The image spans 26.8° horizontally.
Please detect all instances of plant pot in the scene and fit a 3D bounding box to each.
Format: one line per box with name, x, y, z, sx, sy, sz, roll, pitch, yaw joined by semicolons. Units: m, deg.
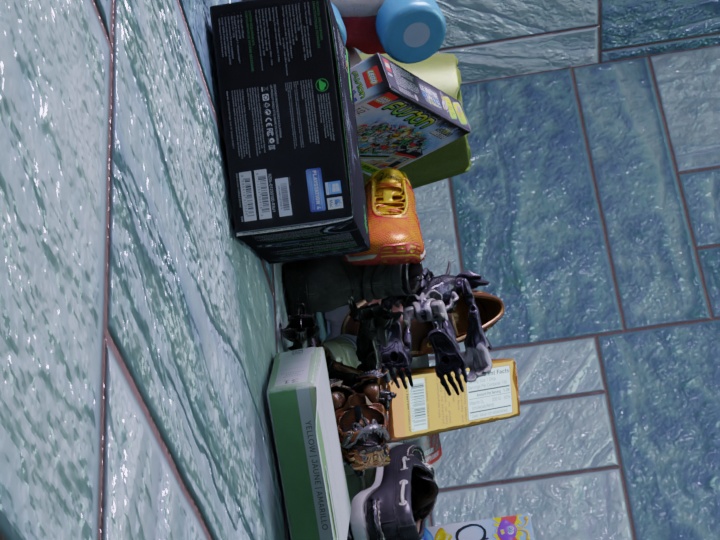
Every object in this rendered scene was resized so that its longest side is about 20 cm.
plant pot;0.017;-0.150;1.576;0.200;0.187;0.203;-8;90;-87

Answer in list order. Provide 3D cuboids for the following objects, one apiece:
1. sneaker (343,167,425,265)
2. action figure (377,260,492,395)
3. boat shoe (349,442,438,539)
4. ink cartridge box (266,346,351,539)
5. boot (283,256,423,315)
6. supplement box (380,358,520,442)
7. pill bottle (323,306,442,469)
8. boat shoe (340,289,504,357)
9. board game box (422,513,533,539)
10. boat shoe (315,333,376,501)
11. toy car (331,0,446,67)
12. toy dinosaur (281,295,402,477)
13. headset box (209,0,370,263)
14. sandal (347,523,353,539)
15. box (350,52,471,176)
sneaker;0.019;-0.048;1.347;0.200;0.072;0.078;-104;-167;-75
action figure;0.064;0.059;1.433;0.200;0.117;0.103;-65;151;-69
boat shoe;0.042;0.203;1.378;0.200;0.060;0.075;-30;105;-74
ink cartridge box;-0.039;0.157;1.153;0.200;0.047;0.148;-82;163;-76
boot;0.000;0.000;1.445;0.200;0.129;0.069;-83;165;-76
supplement box;0.076;0.130;1.541;0.198;0.066;0.070;-2;89;-45
pill bottle;0.019;0.119;1.611;0.116;0.114;0.203;-76;157;-80
boat shoe;0.066;0.050;1.535;0.198;0.067;0.073;-11;89;-41
board game box;0.086;0.326;1.553;0.103;0.197;0.106;75;7;-61
boat shoe;-0.018;0.163;1.448;0.062;0.071;0.203;-3;85;-52
toy car;-0.021;-0.201;1.415;0.185;0.174;0.202;-111;-160;-49
toy dinosaur;-0.022;0.102;1.320;0.199;0.101;0.138;21;-59;51
headset box;-0.050;-0.104;1.190;0.200;0.091;0.177;60;23;-82
sandal;-0.023;0.214;1.323;0.076;0.042;0.202;77;7;-55
box;0.015;-0.137;1.380;0.199;0.109;0.035;14;54;-64
